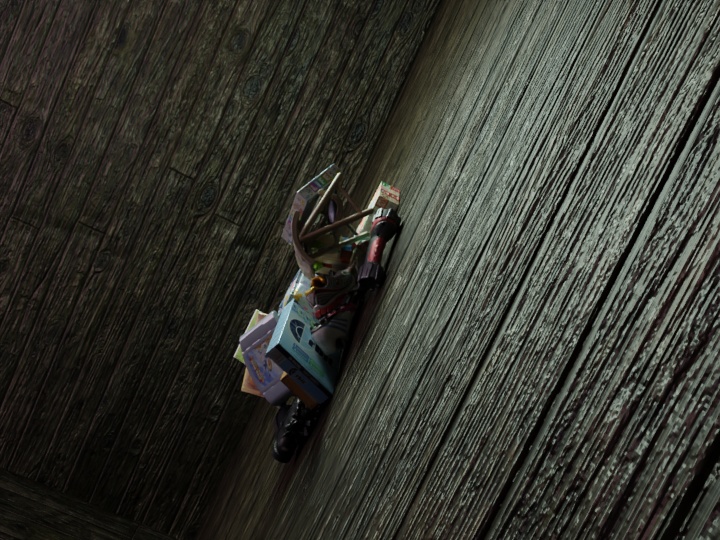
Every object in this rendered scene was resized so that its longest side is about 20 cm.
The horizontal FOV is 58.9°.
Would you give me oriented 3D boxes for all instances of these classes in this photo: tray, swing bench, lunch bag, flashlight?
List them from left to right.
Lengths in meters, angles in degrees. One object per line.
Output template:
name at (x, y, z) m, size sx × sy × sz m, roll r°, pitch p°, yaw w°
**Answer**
tray at (-0.120, 0.226, 1.484) m, size 0.037 × 0.099 × 0.200 m, roll -39°, pitch 12°, yaw 21°
lunch bag at (-0.137, 0.101, 1.823) m, size 0.200 × 0.168 × 0.128 m, roll 123°, pitch 168°, yaw -54°
swing bench at (-0.085, -0.095, 1.522) m, size 0.200 × 0.130 × 0.199 m, roll -41°, pitch -7°, yaw -11°
flashlight at (0.044, -0.049, 1.445) m, size 0.068 × 0.067 × 0.202 m, roll 83°, pitch -163°, yaw -50°

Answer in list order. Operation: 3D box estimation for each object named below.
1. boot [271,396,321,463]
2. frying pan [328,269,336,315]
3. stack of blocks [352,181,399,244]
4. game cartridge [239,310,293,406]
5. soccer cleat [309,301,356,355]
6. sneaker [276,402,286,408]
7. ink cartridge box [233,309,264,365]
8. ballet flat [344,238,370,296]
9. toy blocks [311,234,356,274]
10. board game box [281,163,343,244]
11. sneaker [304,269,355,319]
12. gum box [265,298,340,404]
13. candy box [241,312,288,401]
boot at (-0.149, 0.339, 1.514) m, size 0.199 × 0.073 × 0.164 m, roll -89°, pitch 24°, yaw -66°
frying pan at (-0.075, 0.089, 1.662) m, size 0.115 × 0.031 × 0.192 m, roll 115°, pitch 156°, yaw -62°
stack of blocks at (0.037, -0.128, 1.748) m, size 0.115 × 0.058 × 0.201 m, roll -79°, pitch 15°, yaw -63°
game cartridge at (-0.213, 0.217, 1.548) m, size 0.133 × 0.201 × 0.041 m, roll -36°, pitch -22°, yaw 10°
soccer cleat at (-0.054, 0.140, 1.506) m, size 0.069 × 0.087 × 0.200 m, roll -31°, pitch 1°, yaw 28°
sneaker at (-0.178, 0.288, 1.723) m, size 0.200 × 0.082 × 0.074 m, roll -49°, pitch -26°, yaw 9°
ink cartridge box at (-0.215, 0.211, 1.674) m, size 0.076 × 0.199 × 0.149 m, roll 22°, pitch -85°, yaw -61°
ballet flat at (0.000, 0.000, 1.634) m, size 0.201 × 0.075 × 0.064 m, roll 116°, pitch 143°, yaw -50°
toy blocks at (-0.055, -0.036, 1.712) m, size 0.200 × 0.135 × 0.101 m, roll 91°, pitch -171°, yaw -67°
board game box at (-0.121, -0.161, 1.576) m, size 0.134 × 0.034 × 0.200 m, roll -44°, pitch -8°, yaw -33°
sneaker at (-0.072, 0.038, 1.540) m, size 0.077 × 0.083 × 0.200 m, roll -31°, pitch 9°, yaw 25°
gum box at (-0.122, 0.179, 1.446) m, size 0.044 × 0.170 × 0.201 m, roll -38°, pitch 17°, yaw 21°
candy box at (-0.220, 0.216, 1.601) m, size 0.055 × 0.114 × 0.203 m, roll 21°, pitch -101°, yaw -64°
